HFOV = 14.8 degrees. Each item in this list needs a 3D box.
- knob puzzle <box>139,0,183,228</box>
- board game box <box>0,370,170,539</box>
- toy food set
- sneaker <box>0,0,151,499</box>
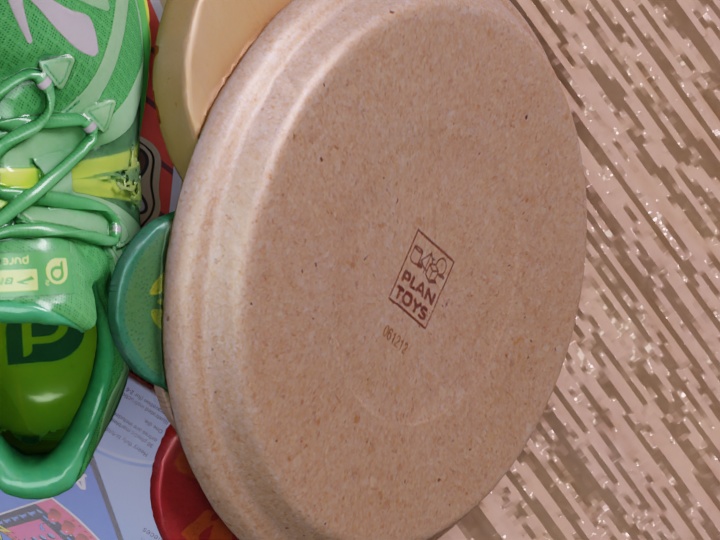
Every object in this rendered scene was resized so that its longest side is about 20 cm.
[{"bbox_3d":[-0.133,-0.053,0.834,0.219,0.030,0.220,4,123,6],"label":"knob puzzle"},{"bbox_3d":[-0.073,0.095,0.919,0.200,0.019,0.103,33,91,-3],"label":"board game box"},{"bbox_3d":[0.000,0.000,0.847,0.049,0.200,0.198,11,86,38],"label":"toy food set"},{"bbox_3d":[-0.092,-0.023,0.788,0.074,0.084,0.200,-7,121,-3],"label":"sneaker"}]
